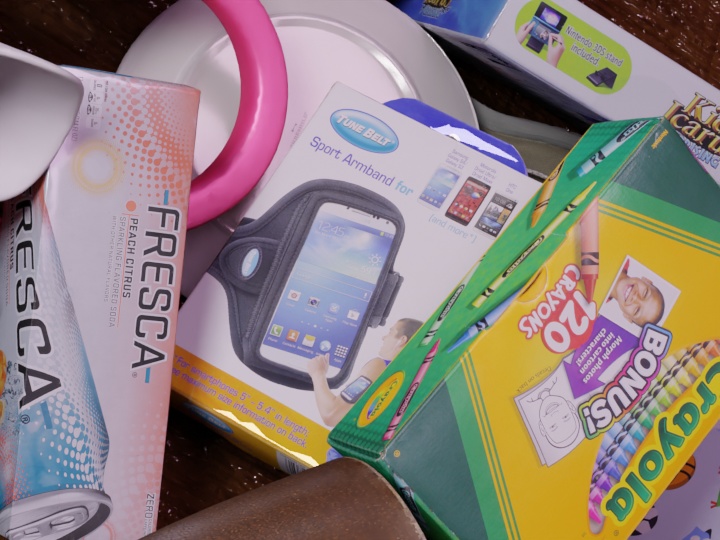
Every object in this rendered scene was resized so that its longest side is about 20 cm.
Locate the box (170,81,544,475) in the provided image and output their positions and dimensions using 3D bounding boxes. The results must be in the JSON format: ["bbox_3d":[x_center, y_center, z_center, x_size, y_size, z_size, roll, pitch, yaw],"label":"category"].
[{"bbox_3d":[0.000,0.000,0.763,0.119,0.042,0.200,27,72,14],"label":"box"}]

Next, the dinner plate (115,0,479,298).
[{"bbox_3d":[-0.032,-0.066,0.825,0.199,0.024,0.201,3,73,-12],"label":"dinner plate"}]

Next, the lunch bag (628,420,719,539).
[{"bbox_3d":[0.152,0.058,0.848,0.170,0.124,0.200,25,90,-20],"label":"lunch bag"}]

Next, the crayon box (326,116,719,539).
[{"bbox_3d":[0.095,0.043,0.714,0.119,0.058,0.200,47,73,-20],"label":"crayon box"}]

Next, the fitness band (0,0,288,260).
[{"bbox_3d":[-0.127,-0.080,0.746,0.200,0.037,0.144,-14,95,-27],"label":"fitness band"}]

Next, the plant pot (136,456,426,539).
[{"bbox_3d":[-0.078,0.185,0.629,0.199,0.187,0.187,-10,72,-22],"label":"plant pot"}]

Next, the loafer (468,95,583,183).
[{"bbox_3d":[0.068,-0.049,0.895,0.200,0.075,0.070,22,67,-10],"label":"loafer"}]

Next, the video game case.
[{"bbox_3d":[0.121,-0.107,0.882,0.181,0.200,0.046,29,95,-18],"label":"video game case"}]

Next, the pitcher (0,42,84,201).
[{"bbox_3d":[-0.227,-0.114,0.622,0.171,0.121,0.200,-11,56,-50],"label":"pitcher"}]

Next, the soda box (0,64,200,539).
[{"bbox_3d":[-0.120,0.015,0.699,0.068,0.064,0.201,6,87,-28],"label":"soda box"}]
